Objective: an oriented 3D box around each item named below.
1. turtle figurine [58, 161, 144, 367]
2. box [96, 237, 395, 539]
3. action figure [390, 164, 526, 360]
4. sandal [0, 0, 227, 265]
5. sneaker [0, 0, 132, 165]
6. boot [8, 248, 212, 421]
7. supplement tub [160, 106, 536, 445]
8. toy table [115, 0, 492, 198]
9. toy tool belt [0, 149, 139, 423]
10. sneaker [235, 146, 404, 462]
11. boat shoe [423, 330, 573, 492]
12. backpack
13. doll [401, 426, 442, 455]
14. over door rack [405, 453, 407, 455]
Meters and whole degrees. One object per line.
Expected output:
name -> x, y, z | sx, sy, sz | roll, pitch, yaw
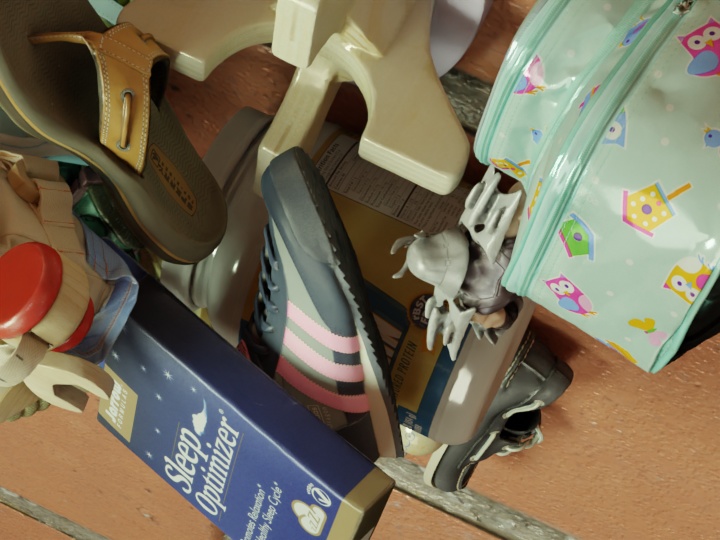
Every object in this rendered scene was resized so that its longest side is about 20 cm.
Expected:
turtle figurine -> -0.170, -0.027, 1.063 | 0.101, 0.200, 0.150 | -40, 135, 22
box -> -0.077, 0.082, 0.920 | 0.200, 0.032, 0.121 | 40, 146, 15
action figure -> 0.103, -0.016, 0.885 | 0.200, 0.069, 0.130 | -6, 147, -26
sandal -> -0.111, -0.077, 0.841 | 0.055, 0.082, 0.200 | -11, 134, 29
sneaker -> -0.170, -0.128, 0.963 | 0.079, 0.131, 0.200 | 33, -164, 22
boot -> -0.200, 0.026, 1.182 | 0.200, 0.155, 0.073 | 45, 147, 50
supplement tub -> 0.000, 0.000, 1.029 | 0.200, 0.145, 0.145 | 24, 151, 8
toy table -> -0.014, -0.124, 0.876 | 0.184, 0.117, 0.200 | 20, 151, 16
toy tool belt -> -0.164, 0.012, 0.865 | 0.200, 0.125, 0.123 | 22, 168, 47
sneaker -> -0.034, 0.030, 0.900 | 0.082, 0.070, 0.200 | -13, 125, 4
boat shoe -> 0.092, 0.106, 1.195 | 0.063, 0.073, 0.200 | 28, 147, 7
backpack -> 0.135, -0.064, 0.750 | 0.153, 0.200, 0.176 | 27, 152, 4
doll -> -0.022, 0.053, 1.174 | 0.200, 0.048, 0.137 | 37, 126, 12
over door rack -> -0.071, 0.087, 1.314 | 0.200, 0.067, 0.148 | 0, 139, 42
